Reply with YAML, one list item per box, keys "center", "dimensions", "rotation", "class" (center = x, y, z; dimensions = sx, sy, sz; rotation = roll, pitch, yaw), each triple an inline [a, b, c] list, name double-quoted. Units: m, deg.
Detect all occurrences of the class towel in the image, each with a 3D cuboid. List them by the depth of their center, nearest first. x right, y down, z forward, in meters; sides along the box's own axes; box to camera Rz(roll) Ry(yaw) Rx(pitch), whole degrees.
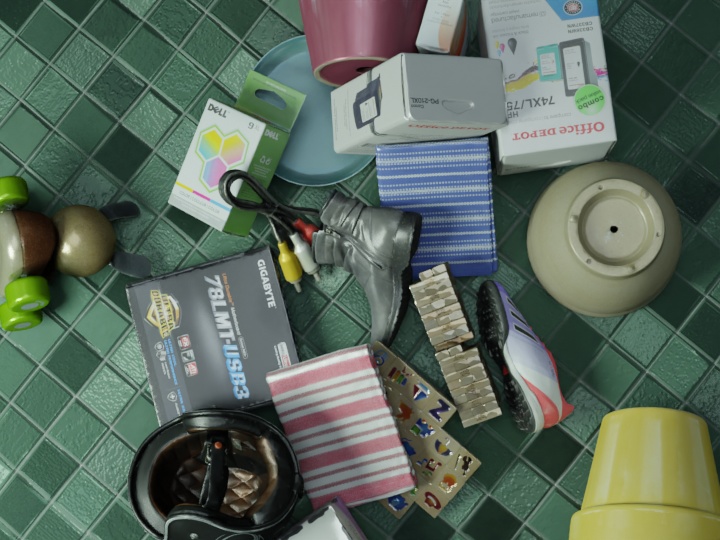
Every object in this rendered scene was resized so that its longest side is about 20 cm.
- center: [-0.023, 0.199, 1.706]
  dimensions: [0.145, 0.030, 0.202]
  rotation: [-16, 101, 15]
  class: "towel"
- center: [0.098, -0.075, 1.709]
  dimensions: [0.143, 0.024, 0.202]
  rotation: [-4, 123, 5]
  class: "towel"

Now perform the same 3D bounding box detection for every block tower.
- center: [0.121, 0.093, 1.717]
  dimensions: [0.054, 0.058, 0.202]
  rotation: [-21, 90, 10]
  class: "block tower"

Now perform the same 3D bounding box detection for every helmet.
- center: [-0.179, 0.264, 1.666]
  dimensions: [0.198, 0.190, 0.202]
  rotation: [10, 68, -25]
  class: "helmet"

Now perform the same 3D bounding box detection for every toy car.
- center: [-0.375, -0.031, 1.750]
  dimensions: [0.198, 0.158, 0.166]
  rotation: [-9, 75, -23]
  class: "toy car"

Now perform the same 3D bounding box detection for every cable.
- center: [-0.096, -0.066, 1.714]
  dimensions: [0.097, 0.200, 0.050]
  rotation: [-47, 42, -12]
  class: "cable"

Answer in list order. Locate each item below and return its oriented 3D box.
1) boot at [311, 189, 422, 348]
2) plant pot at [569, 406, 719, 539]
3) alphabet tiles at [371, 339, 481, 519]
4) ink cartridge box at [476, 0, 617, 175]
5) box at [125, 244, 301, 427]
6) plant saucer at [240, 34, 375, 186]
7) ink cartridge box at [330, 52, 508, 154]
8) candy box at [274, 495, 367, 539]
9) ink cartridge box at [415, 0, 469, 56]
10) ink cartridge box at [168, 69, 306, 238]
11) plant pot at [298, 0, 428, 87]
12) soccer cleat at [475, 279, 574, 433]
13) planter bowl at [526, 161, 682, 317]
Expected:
- center: [0.000, 0.000, 1.722]
  dimensions: [0.130, 0.070, 0.202]
  rotation: [14, 111, 11]
  class: "boot"
- center: [0.354, 0.275, 1.643]
  dimensions: [0.198, 0.201, 0.191]
  rotation: [4, 68, 3]
  class: "plant pot"
- center: [0.049, 0.214, 1.720]
  dimensions: [0.200, 0.008, 0.168]
  rotation: [40, 108, 6]
  class: "alphabet tiles"
- center: [0.232, -0.237, 1.709]
  dimensions: [0.145, 0.146, 0.202]
  rotation: [-8, 84, 2]
  class: "ink cartridge box"
- center: [-0.184, 0.090, 1.753]
  dimensions: [0.196, 0.050, 0.202]
  rotation: [-15, 85, 3]
  class: "box"
- center: [-0.058, -0.209, 1.784]
  dimensions: [0.198, 0.027, 0.203]
  rotation: [0, 84, 4]
  class: "plant saucer"
- center: [0.070, -0.201, 1.667]
  dimensions: [0.143, 0.200, 0.085]
  rotation: [-1, 84, -26]
  class: "ink cartridge box"
- center: [-0.066, 0.408, 1.689]
  dimensions: [0.199, 0.072, 0.169]
  rotation: [-34, 86, 8]
  class: "candy box"
- center: [0.125, -0.350, 1.719]
  dimensions: [0.050, 0.162, 0.202]
  rotation: [18, 85, 10]
  class: "ink cartridge box"
- center: [-0.159, -0.155, 1.734]
  dimensions: [0.103, 0.059, 0.202]
  rotation: [27, 96, 32]
  class: "ink cartridge box"
- center: [0.004, -0.332, 1.700]
  dimensions: [0.198, 0.200, 0.181]
  rotation: [0, 80, 3]
  class: "plant pot"
- center: [0.207, 0.104, 1.728]
  dimensions: [0.073, 0.068, 0.202]
  rotation: [-16, 79, -22]
  class: "soccer cleat"
- center: [0.312, -0.045, 1.694]
  dimensions: [0.198, 0.135, 0.203]
  rotation: [0, 85, 3]
  class: "planter bowl"
